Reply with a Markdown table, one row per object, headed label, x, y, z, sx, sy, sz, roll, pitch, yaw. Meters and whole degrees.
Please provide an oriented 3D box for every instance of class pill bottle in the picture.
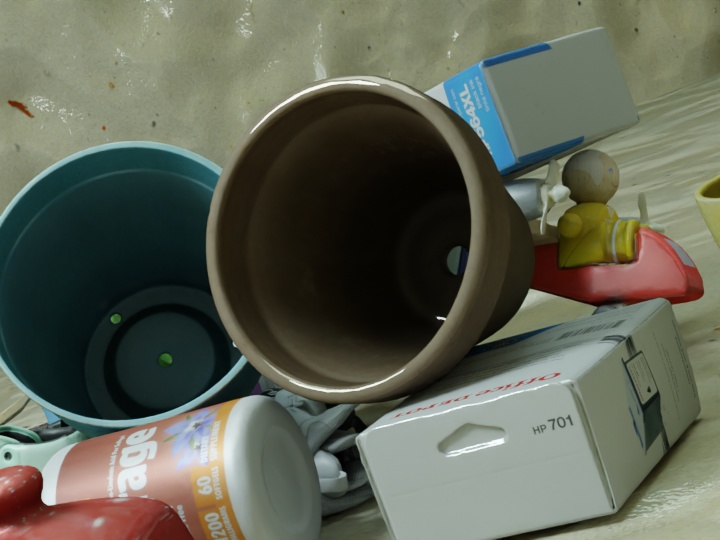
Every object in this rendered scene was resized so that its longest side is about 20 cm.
| label | x | y | z | sx | sy | sz | roll | pitch | yaw |
| --- | --- | --- | --- | --- | --- | --- | --- | --- | --- |
| pill bottle | -0.134 | 0.155 | 1.237 | 0.199 | 0.113 | 0.112 | -17 | 7 | 21 |

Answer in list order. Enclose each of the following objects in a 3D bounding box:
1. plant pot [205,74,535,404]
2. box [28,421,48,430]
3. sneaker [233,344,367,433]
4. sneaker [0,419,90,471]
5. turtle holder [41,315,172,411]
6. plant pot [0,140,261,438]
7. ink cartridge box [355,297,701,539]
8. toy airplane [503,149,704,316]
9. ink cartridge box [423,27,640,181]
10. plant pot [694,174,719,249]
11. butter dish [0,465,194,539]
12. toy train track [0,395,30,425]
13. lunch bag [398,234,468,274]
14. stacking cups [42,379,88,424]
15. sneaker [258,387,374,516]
| label | x | y | z | sx | sy | sz | roll | pitch | yaw |
| --- | --- | --- | --- | --- | --- | --- | --- | --- | --- |
| plant pot | 0.027 | -0.015 | 1.252 | 0.199 | 0.201 | 0.174 | -15 | -10 | 27 |
| box | -0.293 | 0.186 | 1.601 | 0.100 | 0.075 | 0.200 | -18 | 8 | -3 |
| sneaker | -0.060 | 0.106 | 1.516 | 0.200 | 0.139 | 0.078 | -54 | -11 | -49 |
| sneaker | -0.271 | 0.176 | 1.416 | 0.200 | 0.119 | 0.074 | -19 | 8 | 5 |
| turtle holder | -0.231 | 0.068 | 1.660 | 0.141 | 0.132 | 0.185 | -45 | -20 | 12 |
| plant pot | -0.147 | 0.039 | 1.371 | 0.199 | 0.201 | 0.188 | -19 | -21 | -3 |
| ink cartridge box | 0.108 | 0.092 | 1.193 | 0.146 | 0.086 | 0.200 | -16 | 8 | 27 |
| toy airplane | 0.155 | -0.027 | 1.510 | 0.198 | 0.142 | 0.200 | 16 | 2 | -8 |
| ink cartridge box | 0.092 | -0.106 | 1.515 | 0.146 | 0.085 | 0.200 | -21 | -1 | -40 |
| plant pot | 0.321 | -0.009 | 1.198 | 0.199 | 0.143 | 0.200 | -17 | 7 | 2 |
| butter dish | -0.163 | 0.173 | 1.008 | 0.199 | 0.148 | 0.199 | -17 | 6 | 12 |
| toy train track | -0.287 | 0.133 | 1.479 | 0.115 | 0.033 | 0.200 | -38 | -4 | -14 |
| lunch bag | 0.000 | 0.000 | 1.452 | 0.082 | 0.162 | 0.200 | 2 | 10 | -33 |
| stacking cups | -0.213 | 0.104 | 1.487 | 0.060 | 0.201 | 0.061 | -21 | 5 | 2 |
| sneaker | -0.033 | 0.127 | 1.374 | 0.114 | 0.075 | 0.200 | -15 | 12 | 22 |
